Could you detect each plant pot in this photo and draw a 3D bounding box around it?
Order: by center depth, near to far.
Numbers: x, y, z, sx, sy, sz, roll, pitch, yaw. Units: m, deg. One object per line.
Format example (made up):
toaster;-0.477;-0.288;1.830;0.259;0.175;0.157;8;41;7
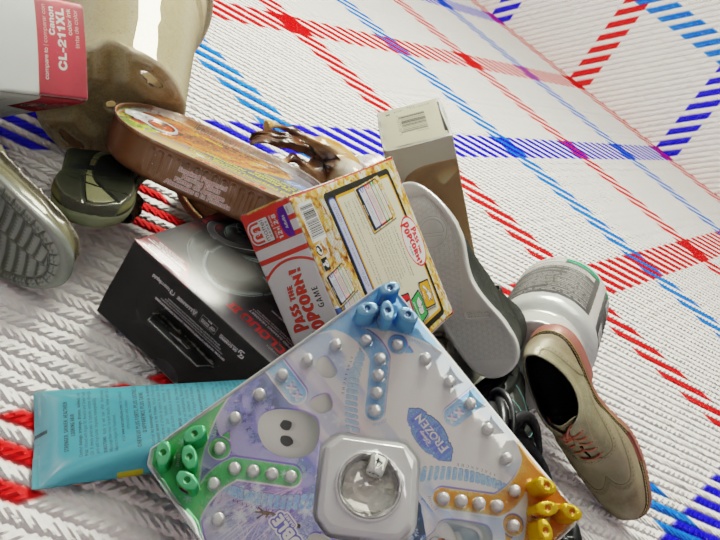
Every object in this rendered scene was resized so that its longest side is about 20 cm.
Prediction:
plant pot;-0.235;-0.210;0.865;0.199;0.201;0.185;18;41;-31

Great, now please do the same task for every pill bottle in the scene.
pill bottle;0.203;0.064;0.978;0.113;0.114;0.200;37;26;6

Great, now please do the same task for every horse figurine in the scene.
horse figurine;-0.027;-0.087;0.890;0.132;0.050;0.200;7;34;-52

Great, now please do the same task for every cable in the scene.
cable;0.108;0.183;0.639;0.163;0.050;0.202;12;64;-57

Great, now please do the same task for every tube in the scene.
tube;-0.108;0.100;0.588;0.198;0.051;0.078;-2;34;-19

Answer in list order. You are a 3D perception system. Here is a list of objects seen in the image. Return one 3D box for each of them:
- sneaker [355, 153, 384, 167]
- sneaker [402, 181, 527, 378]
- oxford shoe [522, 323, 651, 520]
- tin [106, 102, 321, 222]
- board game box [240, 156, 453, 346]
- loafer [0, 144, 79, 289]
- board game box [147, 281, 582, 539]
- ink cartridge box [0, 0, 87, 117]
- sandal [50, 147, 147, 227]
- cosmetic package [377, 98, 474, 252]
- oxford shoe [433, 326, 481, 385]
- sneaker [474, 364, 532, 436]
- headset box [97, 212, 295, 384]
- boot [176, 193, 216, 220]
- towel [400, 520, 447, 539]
sneaker;-0.029;-0.092;0.986;0.199;0.100;0.075;-4;46;-50
sneaker;0.091;0.010;0.863;0.201;0.070;0.099;60;14;11
oxford shoe;0.203;0.152;0.844;0.201;0.070;0.075;60;33;2
tin;-0.121;-0.085;0.773;0.198;0.042;0.112;25;15;-1
board game box;0.000;0.000;0.720;0.200;0.046;0.153;-31;100;-62
loafer;-0.277;-0.065;0.674;0.200;0.075;0.070;40;30;10
board game box;0.006;0.132;0.554;0.199;0.026;0.200;-34;76;-22
ink cartridge box;-0.335;-0.170;0.693;0.145;0.084;0.199;1;4;36
sandal;-0.217;-0.063;0.759;0.079;0.058;0.201;8;19;-5
cosmetic package;0.075;-0.065;0.957;0.070;0.201;0.106;-13;32;4
oxford shoe;0.076;0.081;0.865;0.075;0.058;0.199;43;25;23
sneaker;0.119;0.154;0.799;0.079;0.075;0.200;51;28;-6
headset box;-0.096;0.032;0.723;0.149;0.077;0.200;40;25;11
boot;-0.082;-0.043;0.869;0.199;0.076;0.074;34;28;0
towel;0.009;0.138;0.664;0.146;0.050;0.200;17;26;12
